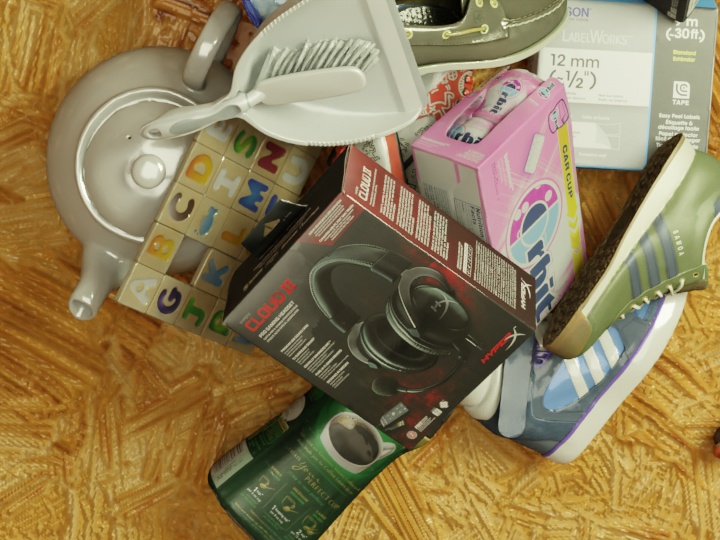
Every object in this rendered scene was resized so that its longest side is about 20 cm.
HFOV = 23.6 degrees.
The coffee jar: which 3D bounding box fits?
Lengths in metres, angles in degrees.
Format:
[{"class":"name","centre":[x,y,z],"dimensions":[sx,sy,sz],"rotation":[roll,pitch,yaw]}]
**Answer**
[{"class":"coffee jar","centre":[-0.022,0.140,1.415],"dimensions":[0.200,0.085,0.104],"rotation":[-42,103,4]}]

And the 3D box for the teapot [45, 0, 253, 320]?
[{"class":"teapot","centre":[-0.158,-0.088,1.356],"dimensions":[0.197,0.146,0.200],"rotation":[-18,96,0]}]

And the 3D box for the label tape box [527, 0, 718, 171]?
[{"class":"label tape box","centre":[0.211,-0.181,1.397],"dimensions":[0.143,0.066,0.200],"rotation":[3,98,-2]}]

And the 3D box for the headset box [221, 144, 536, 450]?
[{"class":"headset box","centre":[0.007,0.016,1.268],"dimensions":[0.200,0.077,0.149],"rotation":[35,118,-17]}]

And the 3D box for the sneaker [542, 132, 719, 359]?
[{"class":"sneaker","centre":[0.233,-0.002,1.356],"dimensions":[0.090,0.067,0.200],"rotation":[32,91,-8]}]

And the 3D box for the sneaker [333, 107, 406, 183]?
[{"class":"sneaker","centre":[-0.015,-0.049,1.343],"dimensions":[0.108,0.067,0.202],"rotation":[-11,102,2]}]

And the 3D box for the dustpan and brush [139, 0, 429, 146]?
[{"class":"dustpan and brush","centre":[-0.063,-0.132,1.245],"dimensions":[0.200,0.057,0.140],"rotation":[-10,134,14]}]

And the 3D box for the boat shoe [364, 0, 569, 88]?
[{"class":"boat shoe","centre":[0.070,-0.192,1.304],"dimensions":[0.202,0.072,0.060],"rotation":[-16,141,-17]}]

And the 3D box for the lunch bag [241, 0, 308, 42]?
[{"class":"lunch bag","centre":[-0.035,-0.268,1.323],"dimensions":[0.124,0.170,0.200],"rotation":[10,97,10]}]

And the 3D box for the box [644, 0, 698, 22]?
[{"class":"box","centre":[0.197,-0.299,1.325],"dimensions":[0.200,0.122,0.106],"rotation":[35,85,12]}]

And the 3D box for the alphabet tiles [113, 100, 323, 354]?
[{"class":"alphabet tiles","centre":[-0.092,-0.043,1.338],"dimensions":[0.008,0.167,0.200],"rotation":[26,90,38]}]

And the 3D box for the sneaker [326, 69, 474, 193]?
[{"class":"sneaker","centre":[0.071,-0.137,1.398],"dimensions":[0.108,0.067,0.201],"rotation":[35,98,-6]}]

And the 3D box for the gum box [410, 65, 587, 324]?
[{"class":"gum box","centre":[0.111,-0.050,1.336],"dimensions":[0.113,0.066,0.200],"rotation":[-44,138,-31]}]

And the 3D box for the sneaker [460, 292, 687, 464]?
[{"class":"sneaker","centre":[0.159,0.049,1.413],"dimensions":[0.146,0.081,0.200],"rotation":[33,100,-9]}]

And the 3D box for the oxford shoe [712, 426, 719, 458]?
[{"class":"oxford shoe","centre":[0.378,0.095,1.443],"dimensions":[0.200,0.071,0.073],"rotation":[-27,68,4]}]
